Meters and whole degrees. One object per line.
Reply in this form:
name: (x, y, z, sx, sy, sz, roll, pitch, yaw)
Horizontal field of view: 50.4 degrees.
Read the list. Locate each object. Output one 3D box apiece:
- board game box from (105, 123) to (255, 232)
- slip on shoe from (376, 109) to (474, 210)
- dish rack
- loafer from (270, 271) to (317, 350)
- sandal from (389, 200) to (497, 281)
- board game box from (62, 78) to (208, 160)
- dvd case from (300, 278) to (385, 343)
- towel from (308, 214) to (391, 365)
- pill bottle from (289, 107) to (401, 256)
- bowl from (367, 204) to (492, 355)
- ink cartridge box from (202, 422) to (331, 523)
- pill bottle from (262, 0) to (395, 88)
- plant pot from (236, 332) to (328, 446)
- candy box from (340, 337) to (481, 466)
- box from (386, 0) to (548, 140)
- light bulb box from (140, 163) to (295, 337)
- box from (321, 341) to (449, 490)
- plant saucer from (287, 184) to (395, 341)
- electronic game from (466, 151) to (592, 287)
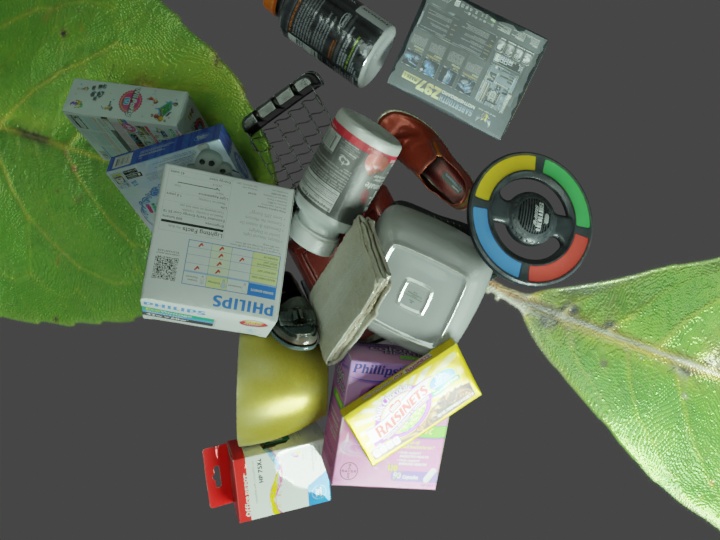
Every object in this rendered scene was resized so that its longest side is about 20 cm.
board game box: (-0.265, -0.121, 1.217, 0.195, 0.044, 0.201, -12, 136, 14)
slip on shoe: (0.101, -0.172, 1.175, 0.200, 0.061, 0.074, 47, 107, 4)
dish rack: (-0.089, -0.195, 1.221, 0.152, 0.055, 0.203, -30, 93, 16)
loafer: (-0.110, 0.059, 1.191, 0.070, 0.200, 0.064, 2, 108, -17)
sandal: (0.127, -0.046, 1.189, 0.197, 0.048, 0.076, 29, 74, 0)
board game box: (-0.349, -0.230, 1.225, 0.195, 0.148, 0.066, 10, 71, 12)
dvd case: (0.014, 0.047, 1.250, 0.196, 0.018, 0.146, -23, 92, 15)
towel: (-0.018, 0.030, 1.127, 0.201, 0.034, 0.135, -55, 39, 40)
pill bottle: (-0.031, -0.127, 1.138, 0.110, 0.111, 0.202, 33, 108, 6)
bowl: (0.084, 0.028, 1.141, 0.196, 0.075, 0.203, 25, 111, 0)
ink cartridge box: (-0.152, 0.334, 1.253, 0.195, 0.067, 0.119, -10, 108, -17)
pill bottle: (-0.052, -0.375, 1.156, 0.198, 0.106, 0.107, 36, 104, 6)
plant pot: (-0.122, 0.178, 1.227, 0.138, 0.200, 0.206, 1, 99, -5)
candy box: (0.076, 0.195, 1.130, 0.198, 0.026, 0.103, -32, 111, -4)
box: (0.159, -0.311, 1.145, 0.197, 0.051, 0.160, 27, 103, 7)
light bulb box: (-0.209, -0.024, 1.119, 0.193, 0.125, 0.205, 10, 73, -12)
box: (0.042, 0.226, 1.196, 0.172, 0.097, 0.205, 7, 100, -14)
plant saucer: (0.000, 0.000, 1.218, 0.197, 0.037, 0.203, -29, 91, 16)
electronic game: (0.250, -0.076, 1.123, 0.195, 0.042, 0.205, 3, 77, -11)
